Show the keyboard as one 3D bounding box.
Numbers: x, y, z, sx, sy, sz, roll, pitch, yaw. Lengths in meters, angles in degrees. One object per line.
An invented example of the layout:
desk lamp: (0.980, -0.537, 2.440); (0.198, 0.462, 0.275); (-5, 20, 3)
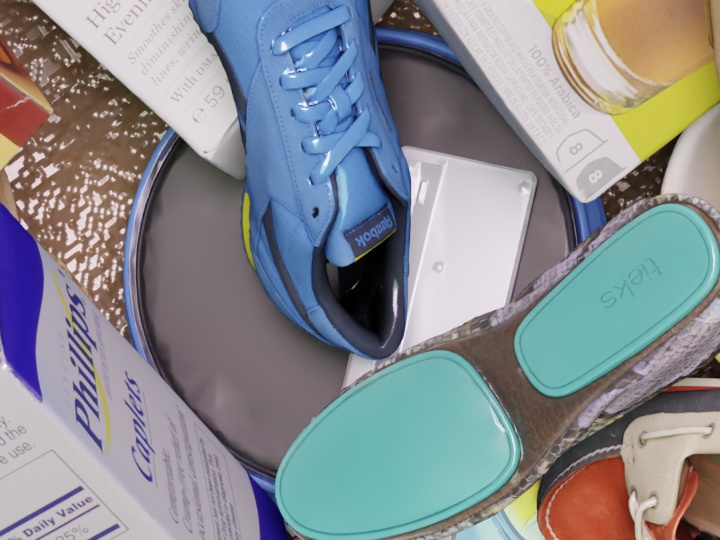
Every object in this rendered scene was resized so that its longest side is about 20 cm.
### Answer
keyboard: (0.019, 0.054, 0.946); (0.056, 0.011, 0.202); (13, 85, 6)

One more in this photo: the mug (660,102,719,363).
mug: (0.197, -0.029, 0.941); (0.149, 0.153, 0.187); (46, 128, 0)

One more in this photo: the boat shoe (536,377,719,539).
boat shoe: (0.133, 0.080, 0.906); (0.199, 0.063, 0.071); (-20, 114, 46)

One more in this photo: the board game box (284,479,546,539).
board game box: (0.009, 0.119, 1.015); (0.199, 0.034, 0.136); (-34, 92, 4)

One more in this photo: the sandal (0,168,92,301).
sandal: (-0.122, 0.054, 1.011); (0.069, 0.077, 0.214); (-8, 103, -29)

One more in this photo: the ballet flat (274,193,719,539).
ballet flat: (0.061, 0.045, 0.900); (0.200, 0.072, 0.072); (-34, 93, 19)

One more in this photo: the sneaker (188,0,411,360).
sneaker: (-0.012, -0.056, 0.875); (0.066, 0.078, 0.201); (-23, 129, -18)

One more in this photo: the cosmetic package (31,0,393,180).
cosmetic package: (-0.091, -0.139, 0.958); (0.200, 0.074, 0.102); (41, 92, 11)

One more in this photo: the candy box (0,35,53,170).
candy box: (-0.201, -0.118, 0.910); (0.056, 0.200, 0.117); (-46, 136, 6)

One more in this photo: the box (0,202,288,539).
box: (-0.146, 0.104, 0.888); (0.183, 0.105, 0.200); (-29, 127, 12)

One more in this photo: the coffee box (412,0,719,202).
coffee box: (0.073, -0.191, 0.871); (0.197, 0.200, 0.200); (-37, 125, 3)

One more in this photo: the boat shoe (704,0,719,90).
boat shoe: (0.151, -0.047, 0.807); (0.074, 0.067, 0.201); (-8, 122, 31)

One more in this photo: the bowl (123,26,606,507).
bowl: (0.000, 0.000, 0.980); (0.199, 0.039, 0.202); (-1, 82, 10)
